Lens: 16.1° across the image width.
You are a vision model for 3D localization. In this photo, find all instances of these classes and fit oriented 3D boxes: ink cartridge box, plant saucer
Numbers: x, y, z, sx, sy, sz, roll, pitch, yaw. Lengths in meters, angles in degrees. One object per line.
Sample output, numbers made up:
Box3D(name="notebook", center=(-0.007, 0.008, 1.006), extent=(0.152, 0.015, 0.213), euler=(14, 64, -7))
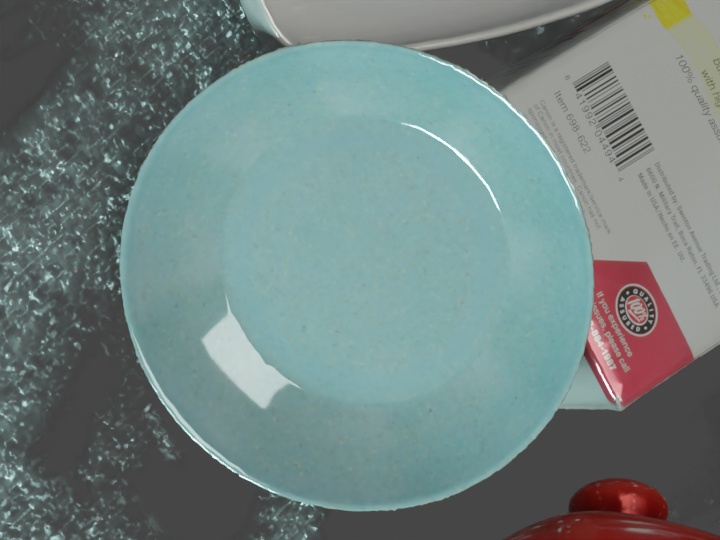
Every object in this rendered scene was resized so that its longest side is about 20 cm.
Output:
Box3D(name="ink cartridge box", center=(0.142, -0.049, 1.138), extent=(0.199, 0.083, 0.146), euler=(-31, 97, -20))
Box3D(name="plant saucer", center=(0.000, 0.000, 1.069), extent=(0.199, 0.039, 0.203), euler=(3, 105, 9))

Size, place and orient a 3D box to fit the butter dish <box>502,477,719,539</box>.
Box3D(name="butter dish", center=(0.108, 0.159, 1.079), extent=(0.198, 0.200, 0.149), euler=(18, 57, -19))

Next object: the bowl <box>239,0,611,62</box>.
Box3D(name="bowl", center=(0.017, -0.193, 1.102), extent=(0.199, 0.075, 0.201), euler=(-14, 92, -21))
